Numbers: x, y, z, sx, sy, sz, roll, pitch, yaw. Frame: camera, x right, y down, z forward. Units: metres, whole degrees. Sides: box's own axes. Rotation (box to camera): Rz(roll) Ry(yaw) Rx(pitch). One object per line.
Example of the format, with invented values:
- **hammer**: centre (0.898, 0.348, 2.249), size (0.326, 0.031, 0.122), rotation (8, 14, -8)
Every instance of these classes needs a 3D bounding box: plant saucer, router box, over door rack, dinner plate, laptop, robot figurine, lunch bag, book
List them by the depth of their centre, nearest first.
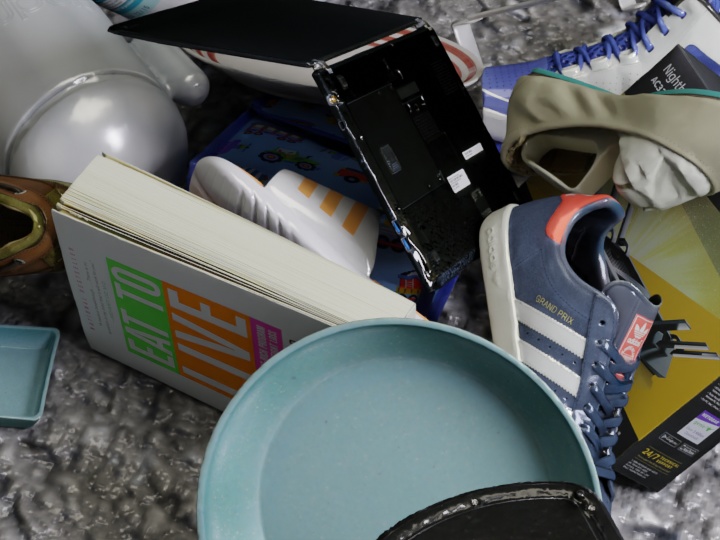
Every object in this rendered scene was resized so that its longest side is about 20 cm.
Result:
- **plant saucer**: centre (0.020, 0.119, 0.984), size (0.199, 0.201, 0.036), rotation (10, 11, 7)
- **book**: centre (-0.063, 0.031, 1.077), size (0.199, 0.134, 0.048), rotation (23, 54, 20)
- **laptop**: centre (-0.016, -0.079, 1.101), size (0.103, 0.201, 0.177), rotation (-27, 4, 26)
- **router box**: centre (0.171, -0.004, 1.116), size (0.052, 0.157, 0.201), rotation (29, 27, -42)
- **plant saucer**: centre (-0.271, 0.056, 1.123), size (0.199, 0.019, 0.070), rotation (3, 45, 1)
- **robot figurine**: centre (-0.177, -0.092, 1.205), size (0.169, 0.113, 0.200), rotation (-30, 53, -13)
- **lunch bag**: centre (-0.004, -0.048, 1.205), size (0.150, 0.095, 0.200), rotation (15, 32, 10)
- **over door rack**: centre (0.151, -0.201, 1.275), size (0.147, 0.200, 0.067), rotation (-22, 87, -22)
- **dinner plate**: centre (-0.021, -0.133, 1.278), size (0.199, 0.024, 0.200), rotation (7, 19, -2)

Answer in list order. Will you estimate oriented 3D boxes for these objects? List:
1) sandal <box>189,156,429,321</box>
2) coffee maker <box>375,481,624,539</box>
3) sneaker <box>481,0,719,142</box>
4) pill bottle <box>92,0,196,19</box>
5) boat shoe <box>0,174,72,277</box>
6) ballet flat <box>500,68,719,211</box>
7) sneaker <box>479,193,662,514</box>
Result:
- **sandal**: centre (-0.002, 0.004, 1.074), size (0.206, 0.079, 0.059), rotation (38, 56, 4)
- **coffee maker**: centre (0.066, 0.223, 0.848), size (0.134, 0.201, 0.193), rotation (3, 45, 2)
- **sneaker**: centre (0.176, -0.134, 1.251), size (0.198, 0.116, 0.081), rotation (4, 27, 1)
- **pill bottle**: centre (-0.187, -0.235, 1.239), size (0.199, 0.111, 0.111), rotation (21, 37, -30)
- **boat shoe**: centre (-0.246, -0.027, 1.125), size (0.199, 0.072, 0.068), rotation (-6, -1, 22)
- **ballet flat**: centre (0.146, -0.063, 1.081), size (0.069, 0.070, 0.200), rotation (-29, 24, -28)
- **sneaker**: centre (0.119, 0.052, 1.040), size (0.084, 0.075, 0.201), rotation (-17, 72, 25)
